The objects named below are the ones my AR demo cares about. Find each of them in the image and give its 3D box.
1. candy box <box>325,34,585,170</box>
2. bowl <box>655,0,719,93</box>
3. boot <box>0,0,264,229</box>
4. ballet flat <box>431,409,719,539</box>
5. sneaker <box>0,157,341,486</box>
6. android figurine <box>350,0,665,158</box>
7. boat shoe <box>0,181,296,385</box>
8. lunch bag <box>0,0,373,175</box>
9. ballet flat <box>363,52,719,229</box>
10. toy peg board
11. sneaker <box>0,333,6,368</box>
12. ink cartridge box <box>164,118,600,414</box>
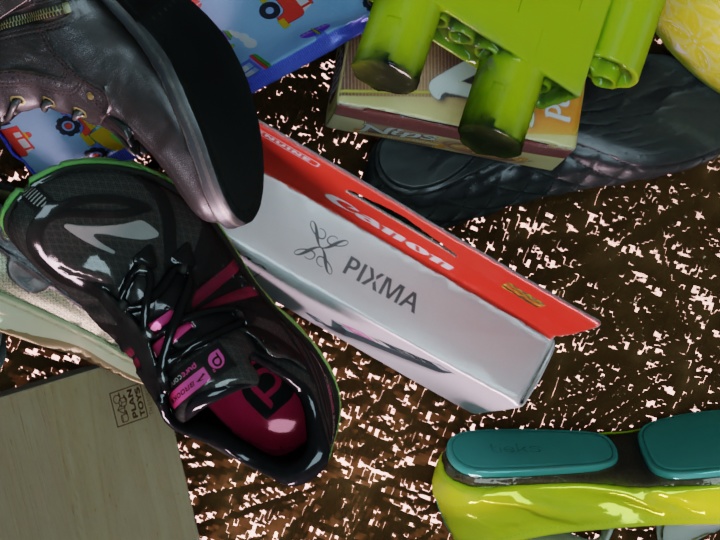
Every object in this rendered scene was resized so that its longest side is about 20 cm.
[{"bbox_3d":[0.057,-0.158,1.291,0.115,0.055,0.200,11,81,-5],"label":"candy box"},{"bbox_3d":[0.234,-0.173,1.288,0.200,0.108,0.200,0,90,-8],"label":"bowl"},{"bbox_3d":[-0.151,-0.076,1.162,0.174,0.069,0.200,-30,92,22],"label":"boot"},{"bbox_3d":[0.136,0.110,1.354,0.200,0.067,0.067,-3,118,-1],"label":"ballet flat"},{"bbox_3d":[-0.077,0.023,1.220,0.200,0.084,0.077,41,102,-22],"label":"sneaker"},{"bbox_3d":[0.064,-0.157,1.214,0.182,0.041,0.200,31,67,-26],"label":"android figurine"},{"bbox_3d":[-0.110,0.007,1.287,0.201,0.072,0.066,17,120,-25],"label":"boat shoe"},{"bbox_3d":[-0.117,-0.130,1.214,0.200,0.094,0.151,-33,122,9],"label":"lunch bag"},{"bbox_3d":[0.097,-0.065,1.340,0.200,0.057,0.066,-11,72,-8],"label":"ballet flat"},{"bbox_3d":[-0.183,0.159,1.307,0.199,0.098,0.200,-17,99,-36],"label":"toy peg board"},{"bbox_3d":[-0.234,-0.026,1.292,0.077,0.089,0.200,-31,97,0],"label":"sneaker"},{"bbox_3d":[0.000,0.000,1.268,0.200,0.174,0.044,30,81,-7],"label":"ink cartridge box"}]
